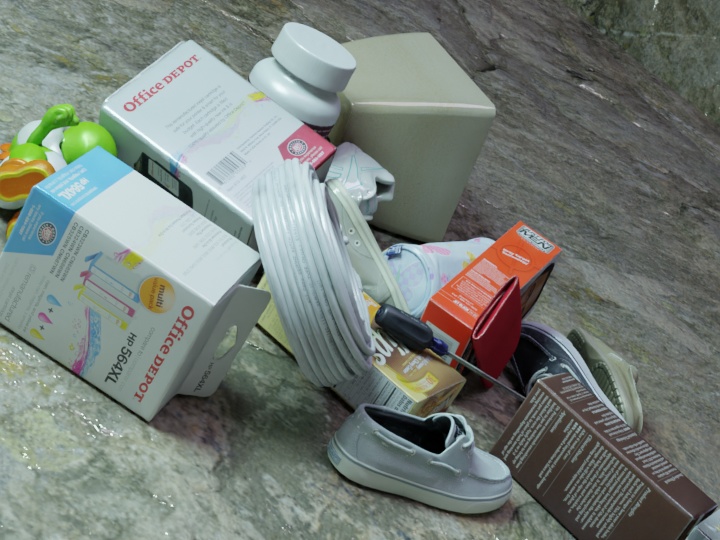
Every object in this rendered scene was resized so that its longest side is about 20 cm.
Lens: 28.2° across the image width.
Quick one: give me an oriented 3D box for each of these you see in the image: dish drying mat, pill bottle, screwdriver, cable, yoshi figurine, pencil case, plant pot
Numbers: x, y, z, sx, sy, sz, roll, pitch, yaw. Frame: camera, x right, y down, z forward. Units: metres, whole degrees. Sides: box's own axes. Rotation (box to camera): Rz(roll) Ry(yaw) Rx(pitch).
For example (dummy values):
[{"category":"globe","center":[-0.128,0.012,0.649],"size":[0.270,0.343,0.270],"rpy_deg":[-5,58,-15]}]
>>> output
[{"category":"dish drying mat","center":[0.139,0.065,1.451],"size":[0.018,0.077,0.200],"rpy_deg":[33,-11,17]},{"category":"pill bottle","center":[-0.089,-0.164,1.584],"size":[0.109,0.201,0.110],"rpy_deg":[26,23,-12]},{"category":"screwdriver","center":[0.095,0.088,1.413],"size":[0.199,0.028,0.029],"rpy_deg":[32,-11,-24]},{"category":"cable","center":[-0.043,0.001,1.255],"size":[0.201,0.069,0.201],"rpy_deg":[-104,176,-47]},{"category":"yoshi figurine","center":[-0.279,-0.096,1.348],"size":[0.112,0.112,0.200],"rpy_deg":[38,18,-20]},{"category":"pencil case","center":[0.092,0.008,1.619],"size":[0.199,0.090,0.084],"rpy_deg":[-7,86,-54]},{"category":"plant pot","center":[0.018,-0.172,1.763],"size":[0.176,0.201,0.200],"rpy_deg":[3,34,-32]}]

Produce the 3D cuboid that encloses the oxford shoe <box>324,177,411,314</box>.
[{"category":"oxford shoe","center":[0.000,0.000,1.494],"size":[0.201,0.057,0.075],"rpy_deg":[60,-7,-16]}]

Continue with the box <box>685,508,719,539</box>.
[{"category":"box","center":[0.298,0.271,1.251],"size":[0.048,0.159,0.199],"rpy_deg":[41,25,22]}]

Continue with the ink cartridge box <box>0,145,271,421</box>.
[{"category":"ink cartridge box","center":[-0.187,0.016,1.195],"size":[0.199,0.129,0.125],"rpy_deg":[33,24,3]}]

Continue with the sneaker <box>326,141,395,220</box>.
[{"category":"sneaker","center":[-0.026,-0.082,1.580],"size":[0.080,0.071,0.200],"rpy_deg":[28,36,17]}]

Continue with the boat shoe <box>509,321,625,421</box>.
[{"category":"boat shoe","center":[0.210,0.131,1.543],"size":[0.067,0.072,0.201],"rpy_deg":[6,41,-48]}]

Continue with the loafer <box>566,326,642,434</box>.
[{"category":"loafer","center":[0.283,0.131,1.617],"size":[0.068,0.076,0.200],"rpy_deg":[17,26,-18]}]

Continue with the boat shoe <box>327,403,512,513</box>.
[{"category":"boat shoe","center":[0.068,0.164,1.287],"size":[0.200,0.072,0.070],"rpy_deg":[17,27,-31]}]

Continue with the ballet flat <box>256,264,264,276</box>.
[{"category":"ballet flat","center":[-0.138,-0.066,1.507],"size":[0.068,0.068,0.200],"rpy_deg":[-14,48,-42]}]

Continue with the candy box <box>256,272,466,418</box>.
[{"category":"candy box","center":[-0.005,0.073,1.400],"size":[0.200,0.056,0.115],"rpy_deg":[40,23,18]}]

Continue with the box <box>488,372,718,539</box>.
[{"category":"box","center":[0.232,0.201,1.384],"size":[0.200,0.101,0.075],"rpy_deg":[44,26,26]}]

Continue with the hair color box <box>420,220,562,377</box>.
[{"category":"hair color box","center":[0.130,0.038,1.513],"size":[0.061,0.102,0.200],"rpy_deg":[34,41,15]}]

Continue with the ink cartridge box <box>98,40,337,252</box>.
[{"category":"ink cartridge box","center":[-0.148,-0.120,1.453],"size":[0.199,0.083,0.146],"rpy_deg":[37,52,11]}]
